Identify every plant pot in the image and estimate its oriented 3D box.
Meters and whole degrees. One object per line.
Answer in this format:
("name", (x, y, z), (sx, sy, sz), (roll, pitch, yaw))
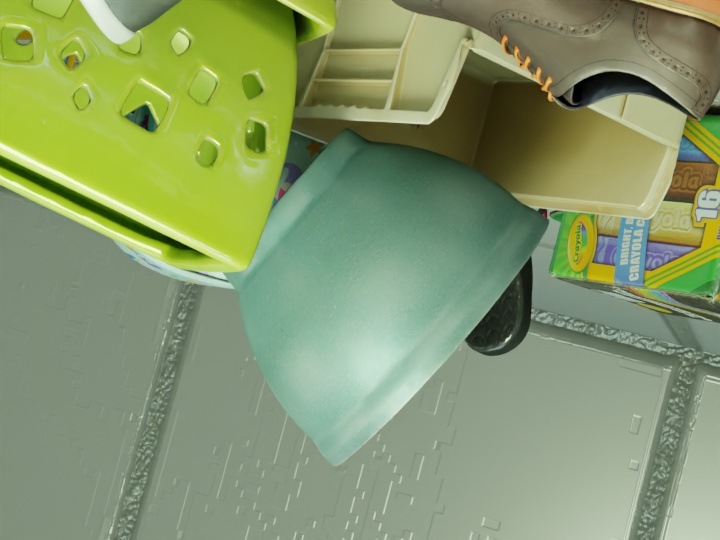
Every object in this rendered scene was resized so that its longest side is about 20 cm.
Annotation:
("plant pot", (0.000, 0.000, 0.998), (0.134, 0.201, 0.200), (41, 175, -1))
("plant pot", (-0.135, -0.121, 0.959), (0.198, 0.183, 0.200), (27, 174, -17))

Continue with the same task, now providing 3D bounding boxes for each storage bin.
("storage bin", (0.075, -0.109, 1.046), (0.199, 0.095, 0.198), (19, 175, -38))

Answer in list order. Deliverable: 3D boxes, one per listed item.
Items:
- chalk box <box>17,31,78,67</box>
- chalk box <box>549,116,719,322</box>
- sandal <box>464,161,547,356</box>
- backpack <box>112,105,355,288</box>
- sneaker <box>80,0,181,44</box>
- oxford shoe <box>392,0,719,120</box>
("chalk box", (-0.195, -0.142, 1.399), (0.199, 0.126, 0.123), (17, 176, -39))
("chalk box", (0.225, -0.036, 1.157), (0.124, 0.125, 0.199), (18, 176, -38))
("sandal", (0.104, -0.034, 1.182), (0.075, 0.202, 0.045), (-13, 158, 43))
("backpack", (-0.092, -0.087, 1.150), (0.176, 0.202, 0.150), (17, 180, -19))
("sneaker", (-0.123, -0.206, 0.780), (0.098, 0.071, 0.201), (-25, 135, 7))
("oxford shoe", (0.097, -0.128, 0.859), (0.198, 0.073, 0.071), (14, 176, 24))
